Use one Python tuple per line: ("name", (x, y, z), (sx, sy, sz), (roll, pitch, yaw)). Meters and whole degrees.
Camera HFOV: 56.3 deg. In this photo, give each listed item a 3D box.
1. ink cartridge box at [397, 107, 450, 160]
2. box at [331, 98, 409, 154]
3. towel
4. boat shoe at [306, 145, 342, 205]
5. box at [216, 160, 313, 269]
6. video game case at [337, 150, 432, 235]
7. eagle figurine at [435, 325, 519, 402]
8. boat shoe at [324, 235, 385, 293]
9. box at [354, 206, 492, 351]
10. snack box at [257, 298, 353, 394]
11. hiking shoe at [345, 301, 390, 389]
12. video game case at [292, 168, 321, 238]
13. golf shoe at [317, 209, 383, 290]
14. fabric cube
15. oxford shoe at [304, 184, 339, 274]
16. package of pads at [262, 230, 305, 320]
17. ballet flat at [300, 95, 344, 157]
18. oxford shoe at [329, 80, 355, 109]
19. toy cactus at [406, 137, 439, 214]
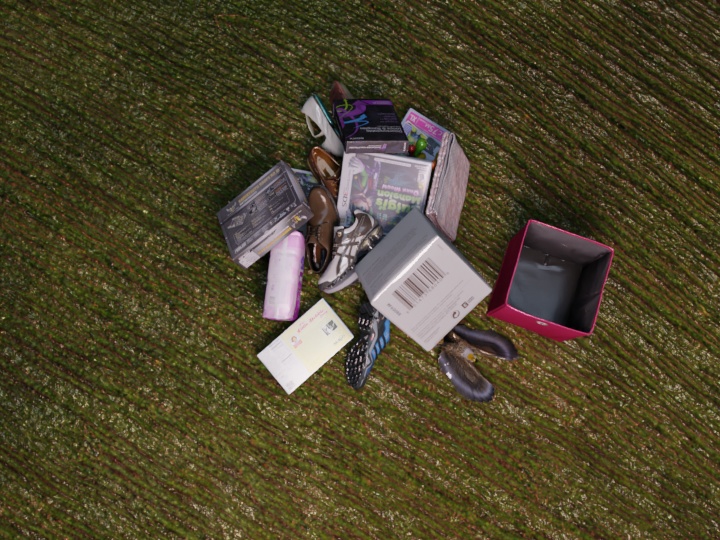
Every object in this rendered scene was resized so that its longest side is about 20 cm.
("ink cartridge box", (0.119, -0.278, 1.631), (0.118, 0.042, 0.202), (31, 83, 4))
("box", (0.019, -0.328, 1.517), (0.140, 0.036, 0.201), (-3, 42, -12))
("towel", (0.206, -0.189, 1.544), (0.032, 0.191, 0.203), (9, 79, 23))
("boat shoe", (-0.057, -0.207, 1.576), (0.072, 0.068, 0.201), (-38, 84, -8))
("box", (-0.213, -0.123, 1.478), (0.199, 0.048, 0.159), (-37, 50, 10))
("video game case", (0.049, -0.172, 1.515), (0.197, 0.023, 0.185), (11, 113, 6))
("eagle figurine", (0.240, 0.185, 1.521), (0.199, 0.152, 0.151), (38, 124, -23))
("boat shoe", (0.000, -0.002, 1.561), (0.198, 0.068, 0.074), (-37, 42, 12))
("box", (0.131, 0.018, 1.452), (0.199, 0.172, 0.200), (-44, 118, 9))
("snack box", (-0.125, 0.172, 1.539), (0.199, 0.037, 0.117), (-40, 91, -8))
("hiking shoe", (0.029, 0.175, 1.528), (0.086, 0.074, 0.203), (11, 98, -36))
("video game case", (-0.093, -0.139, 1.611), (0.197, 0.023, 0.185), (11, 80, 2))
("golf shoe", (-0.041, -0.046, 1.492), (0.094, 0.078, 0.200), (42, 80, -6))
("fabric cube", (0.414, 0.031, 1.499), (0.193, 0.199, 0.203), (19, 80, 2))
("oxford shoe", (-0.090, -0.090, 1.511), (0.072, 0.084, 0.204), (-1, 101, 20))
("package of pads", (-0.169, 0.012, 1.520), (0.074, 0.121, 0.204), (6, 86, 3))
("ballet flat", (-0.079, -0.331, 1.631), (0.069, 0.070, 0.201), (-32, 78, -6))
("oxford shoe", (-0.012, -0.376, 1.643), (0.073, 0.071, 0.202), (-18, 76, -32))
("toy cactus", (0.116, -0.200, 1.561), (0.162, 0.102, 0.203), (-2, 105, 10))
